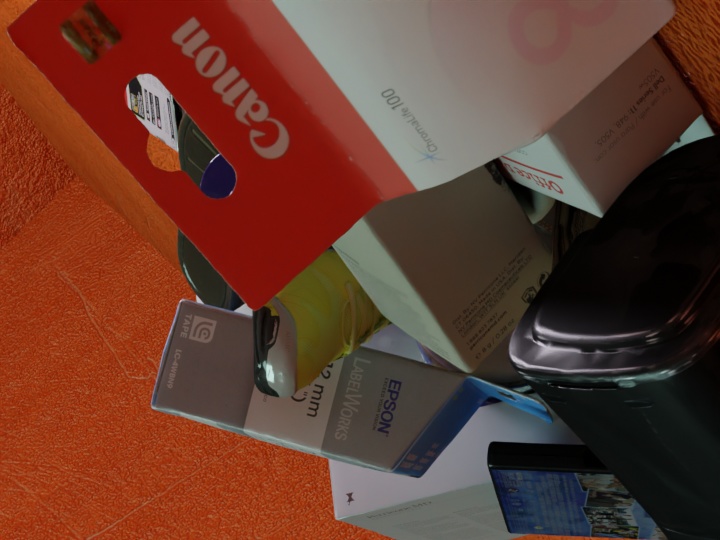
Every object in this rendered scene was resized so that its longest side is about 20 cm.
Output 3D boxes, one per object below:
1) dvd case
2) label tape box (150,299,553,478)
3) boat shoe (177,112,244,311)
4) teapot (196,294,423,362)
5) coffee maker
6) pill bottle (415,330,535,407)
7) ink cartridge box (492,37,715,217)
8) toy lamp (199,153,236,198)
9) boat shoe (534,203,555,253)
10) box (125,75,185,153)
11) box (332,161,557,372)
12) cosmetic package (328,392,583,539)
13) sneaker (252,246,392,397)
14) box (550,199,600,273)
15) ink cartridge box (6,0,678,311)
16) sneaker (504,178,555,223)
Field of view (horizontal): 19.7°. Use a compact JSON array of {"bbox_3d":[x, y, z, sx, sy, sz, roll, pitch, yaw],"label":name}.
[{"bbox_3d":[0.175,0.127,1.169,0.198,0.018,0.143,2,158,10],"label":"dvd case"},{"bbox_3d":[0.000,0.076,1.136,0.198,0.067,0.143,16,176,10],"label":"label tape box"},{"bbox_3d":[-0.056,-0.053,1.138,0.072,0.068,0.200,50,153,14],"label":"boat shoe"},{"bbox_3d":[-0.010,-0.011,1.400,0.196,0.147,0.200,21,179,-33],"label":"teapot"},{"bbox_3d":[0.162,0.074,0.822,0.134,0.193,0.200,-23,121,36],"label":"coffee maker"},{"bbox_3d":[0.090,0.038,1.280,0.111,0.111,0.200,43,172,18],"label":"pill bottle"},{"bbox_3d":[0.066,-0.096,0.883,0.200,0.067,0.117,50,170,-28],"label":"ink cartridge box"},{"bbox_3d":[-0.011,-0.060,1.039,0.058,0.058,0.200,44,-152,9],"label":"toy lamp"},{"bbox_3d":[0.130,0.019,1.137,0.200,0.070,0.070,48,171,-24],"label":"boat shoe"},{"bbox_3d":[-0.121,-0.179,1.196,0.110,0.034,0.202,35,134,57],"label":"box"},{"bbox_3d":[0.007,-0.051,0.912,0.082,0.068,0.200,34,164,48],"label":"box"},{"bbox_3d":[0.102,0.121,1.273,0.151,0.199,0.052,26,-128,-59],"label":"cosmetic package"},{"bbox_3d":[0.000,0.000,1.055,0.076,0.200,0.076,10,121,16],"label":"sneaker"},{"bbox_3d":[0.155,0.046,0.985,0.200,0.021,0.164,50,-152,-23],"label":"box"},{"bbox_3d":[-0.001,-0.094,0.760,0.163,0.200,0.057,50,173,-31],"label":"ink cartridge box"},{"bbox_3d":[0.045,-0.088,0.978,0.200,0.075,0.087,43,-167,-50],"label":"sneaker"}]
